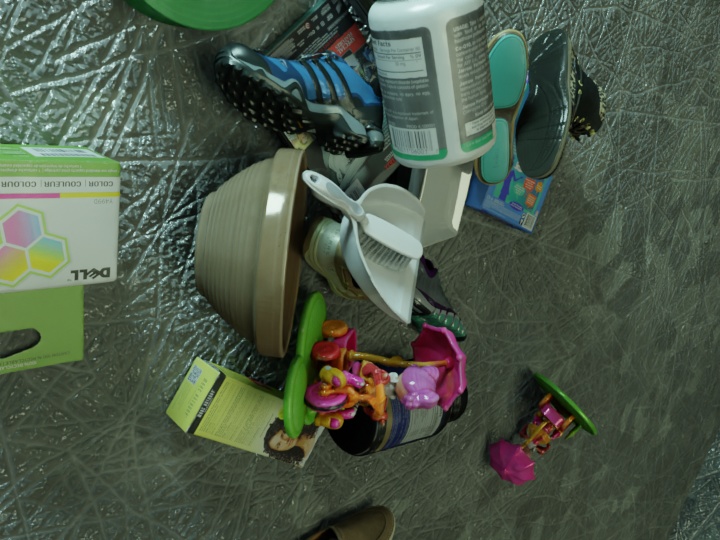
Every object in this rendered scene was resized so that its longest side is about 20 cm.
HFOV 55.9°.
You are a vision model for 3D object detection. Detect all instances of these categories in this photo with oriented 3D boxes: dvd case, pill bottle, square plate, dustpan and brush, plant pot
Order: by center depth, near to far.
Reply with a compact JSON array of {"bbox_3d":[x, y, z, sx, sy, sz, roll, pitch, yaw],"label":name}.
[{"bbox_3d":[0.069,-0.213,0.664,0.112,0.112,0.202,-31,124,-30],"label":"pill bottle"},{"bbox_3d":[-0.107,-0.020,0.666,0.091,0.201,0.204,5,109,-2],"label":"plant pot"},{"bbox_3d":[0.007,-0.044,0.689,0.199,0.057,0.141,27,62,-32],"label":"dustpan and brush"},{"bbox_3d":[-0.025,-0.173,0.739,0.146,0.022,0.201,-48,124,-17],"label":"dvd case"},{"bbox_3d":[0.105,-0.134,0.860,0.198,0.028,0.203,-20,123,-64],"label":"square plate"},{"bbox_3d":[0.055,0.181,0.932,0.198,0.111,0.113,-1,109,-44],"label":"pill bottle"}]

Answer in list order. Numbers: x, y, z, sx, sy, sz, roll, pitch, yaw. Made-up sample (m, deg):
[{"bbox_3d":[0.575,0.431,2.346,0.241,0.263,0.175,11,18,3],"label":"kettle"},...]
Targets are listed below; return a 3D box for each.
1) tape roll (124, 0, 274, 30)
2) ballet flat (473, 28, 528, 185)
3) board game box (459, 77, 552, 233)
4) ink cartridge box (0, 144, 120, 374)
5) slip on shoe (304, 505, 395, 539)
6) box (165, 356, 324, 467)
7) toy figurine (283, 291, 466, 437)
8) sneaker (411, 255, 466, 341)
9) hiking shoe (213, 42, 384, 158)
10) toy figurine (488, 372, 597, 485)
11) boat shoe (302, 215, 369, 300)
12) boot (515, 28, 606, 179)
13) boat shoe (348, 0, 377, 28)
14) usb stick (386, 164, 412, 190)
[{"bbox_3d":[-0.139,-0.310,0.570,0.199,0.048,0.203,-20,121,-37],"label":"tape roll"},{"bbox_3d":[0.170,-0.211,0.871,0.068,0.063,0.202,1,123,-3],"label":"ballet flat"},{"bbox_3d":[0.236,-0.170,0.999,0.151,0.045,0.202,17,96,-46],"label":"board game box"},{"bbox_3d":[-0.280,0.004,0.551,0.147,0.075,0.203,-7,112,-42],"label":"ink cartridge box"},{"bbox_3d":[-0.030,0.392,0.974,0.198,0.076,0.061,-20,128,-29],"label":"slip on shoe"},{"bbox_3d":[-0.125,0.170,0.796,0.199,0.050,0.076,33,84,-46],"label":"box"},{"bbox_3d":[0.026,0.113,0.751,0.200,0.181,0.152,-67,158,-68],"label":"toy figurine"},{"bbox_3d":[0.105,0.037,0.951,0.200,0.073,0.089,42,54,-56],"label":"sneaker"},{"bbox_3d":[-0.056,-0.180,0.668,0.199,0.074,0.088,19,72,-41],"label":"hiking shoe"},{"bbox_3d":[0.318,0.313,1.265,0.184,0.150,0.200,-44,159,-2],"label":"toy figurine"},{"bbox_3d":[0.000,0.000,0.805,0.075,0.066,0.200,-66,153,-4],"label":"boat shoe"},{"bbox_3d":[0.282,-0.202,0.927,0.153,0.073,0.207,23,72,-47],"label":"boot"},{"bbox_3d":[0.023,-0.297,0.712,0.199,0.062,0.073,16,104,-52],"label":"boat shoe"},{"bbox_3d":[0.058,-0.147,0.845,0.055,0.032,0.203,-12,116,-32],"label":"usb stick"}]
